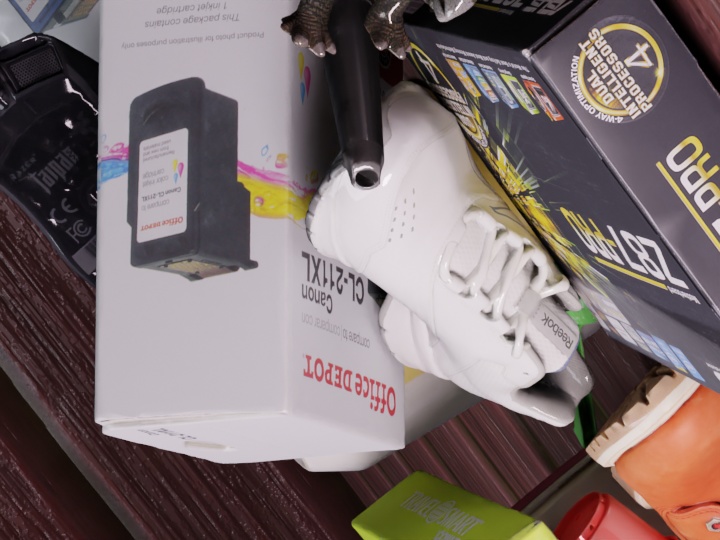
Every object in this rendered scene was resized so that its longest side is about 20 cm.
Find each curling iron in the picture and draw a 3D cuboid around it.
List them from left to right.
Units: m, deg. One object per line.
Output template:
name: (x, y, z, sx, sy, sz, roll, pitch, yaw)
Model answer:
curling iron: (-0.012, -0.103, 0.907, 0.050, 0.025, 0.201, 48, -154, -45)

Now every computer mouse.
computer mouse: (-0.114, -0.081, 1.084, 0.200, 0.140, 0.046, 38, -161, -19)

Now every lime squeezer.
lime squeezer: (0.097, 0.026, 1.101, 0.200, 0.038, 0.071, 111, 147, -73)

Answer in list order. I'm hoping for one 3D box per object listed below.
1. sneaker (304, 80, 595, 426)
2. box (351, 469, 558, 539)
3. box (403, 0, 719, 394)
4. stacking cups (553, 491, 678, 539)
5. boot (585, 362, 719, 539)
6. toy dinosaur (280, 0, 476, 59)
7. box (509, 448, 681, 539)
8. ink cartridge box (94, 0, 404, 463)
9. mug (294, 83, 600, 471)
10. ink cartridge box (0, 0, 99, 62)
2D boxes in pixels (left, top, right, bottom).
sneaker: (0.043, -0.004, 0.953, 0.087, 0.075, 0.200, 31, 170, 28)
box: (0.070, 0.154, 1.075, 0.122, 0.048, 0.200, 53, 170, -11)
box: (0.089, -0.034, 0.874, 0.161, 0.049, 0.200, 51, 175, -16)
stacking cups: (0.165, 0.172, 1.087, 0.200, 0.061, 0.060, 36, 176, -11)
boot: (0.153, 0.083, 1.007, 0.107, 0.075, 0.200, 46, 180, 19)
toy dinosaur: (0.004, -0.135, 0.826, 0.077, 0.102, 0.200, 9, -139, -43)
box: (0.138, 0.146, 1.224, 0.128, 0.109, 0.200, 51, 172, 4)
ink cartridge box: (-0.040, -0.030, 1.011, 0.146, 0.082, 0.201, 26, -118, -69)
mug: (0.000, 0.002, 1.190, 0.187, 0.153, 0.149, 55, 172, -24)
ink cartridge box: (-0.127, -0.166, 1.177, 0.200, 0.087, 0.145, 53, -152, 1)
